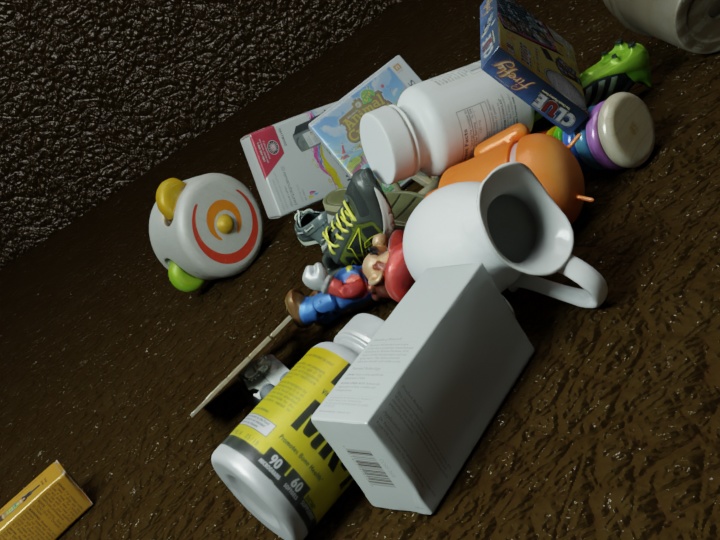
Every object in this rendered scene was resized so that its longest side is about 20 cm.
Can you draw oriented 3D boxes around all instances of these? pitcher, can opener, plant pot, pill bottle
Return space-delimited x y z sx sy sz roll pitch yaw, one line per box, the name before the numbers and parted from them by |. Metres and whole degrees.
pitcher | 0.137 -0.015 0.841 0.122 0.171 0.200 -52 12 -18
can opener | -0.081 0.147 0.952 0.052 0.067 0.199 -30 26 -19
plant pot | 0.438 -0.379 1.120 0.198 0.200 0.175 -29 39 15
pill bottle | 0.105 -0.181 1.048 0.198 0.116 0.114 -23 17 -18
pill bottle | -0.034 0.142 0.800 0.200 0.115 0.114 -46 24 -24

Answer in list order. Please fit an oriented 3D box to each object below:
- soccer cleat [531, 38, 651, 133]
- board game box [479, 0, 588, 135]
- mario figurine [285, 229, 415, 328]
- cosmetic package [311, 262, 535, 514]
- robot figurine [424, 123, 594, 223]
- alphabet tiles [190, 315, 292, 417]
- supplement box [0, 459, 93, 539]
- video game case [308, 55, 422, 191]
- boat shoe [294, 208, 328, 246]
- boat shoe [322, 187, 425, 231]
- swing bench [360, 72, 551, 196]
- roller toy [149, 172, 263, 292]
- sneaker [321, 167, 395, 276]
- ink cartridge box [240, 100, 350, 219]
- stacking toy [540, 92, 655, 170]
soccer cleat | 0.294 -0.222 1.109 0.198 0.082 0.068 -31 28 1
board game box | 0.206 -0.259 1.027 0.035 0.134 0.201 -47 18 33
mario figurine | 0.000 0.000 1.062 0.198 0.107 0.124 -24 22 31
cosmetic package | 0.061 0.099 0.755 0.081 0.114 0.200 -8 32 48
robot figurine | 0.169 -0.082 0.967 0.198 0.117 0.144 -21 23 35
alphabet tiles | -0.146 0.117 1.048 0.167 0.008 0.200 -45 0 -7
supplement box | -0.437 0.337 1.067 0.200 0.069 0.066 -45 24 -19
video game case | 0.045 -0.230 1.394 0.199 0.183 0.022 -38 -12 -9
boat shoe | -0.074 -0.081 1.397 0.073 0.062 0.200 -41 21 -8
boat shoe | 0.038 -0.067 1.194 0.198 0.069 0.075 16 46 38
swing bench | 0.143 -0.190 1.208 0.199 0.131 0.199 -42 22 -21
roller toy | -0.272 -0.079 1.518 0.181 0.203 0.139 -26 12 -40
sneaker | -0.008 -0.048 1.086 0.083 0.201 0.075 -19 57 -14
ink cartridge box | -0.086 -0.192 1.450 0.198 0.150 0.085 -24 8 -17
stacking toy | 0.257 -0.150 1.039 0.085 0.086 0.199 -46 17 -27
